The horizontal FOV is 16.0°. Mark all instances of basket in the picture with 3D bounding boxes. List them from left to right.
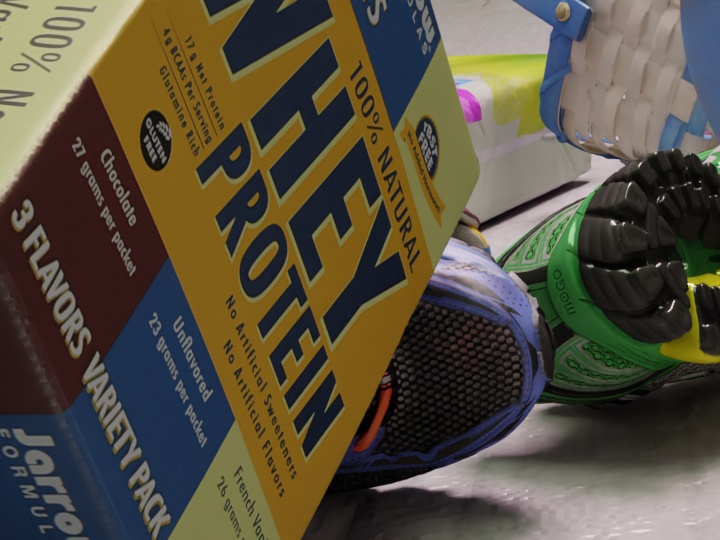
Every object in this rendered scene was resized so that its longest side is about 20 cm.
[{"bbox_3d":[0.147,-0.117,1.181,0.176,0.139,0.200,0,31,-33],"label":"basket"}]

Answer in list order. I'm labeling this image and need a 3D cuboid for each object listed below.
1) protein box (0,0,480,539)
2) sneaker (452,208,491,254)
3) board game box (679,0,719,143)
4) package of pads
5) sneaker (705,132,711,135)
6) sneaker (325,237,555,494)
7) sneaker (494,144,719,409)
[{"bbox_3d":[-0.105,-0.017,0.603,0.199,0.135,0.199,-1,38,26],"label":"protein box"},{"bbox_3d":[0.000,0.000,0.885,0.090,0.075,0.200,3,16,1],"label":"sneaker"},{"bbox_3d":[0.218,-0.102,0.940,0.199,0.159,0.039,2,11,24],"label":"board game box"},{"bbox_3d":[0.007,-0.060,1.218,0.154,0.068,0.200,1,11,26],"label":"package of pads"},{"bbox_3d":[0.232,-0.108,1.297,0.079,0.096,0.200,-10,12,-38],"label":"sneaker"},{"bbox_3d":[-0.046,0.041,0.680,0.199,0.076,0.078,-12,17,10],"label":"sneaker"},{"bbox_3d":[0.096,0.000,0.793,0.085,0.078,0.200,-23,-11,32],"label":"sneaker"}]
